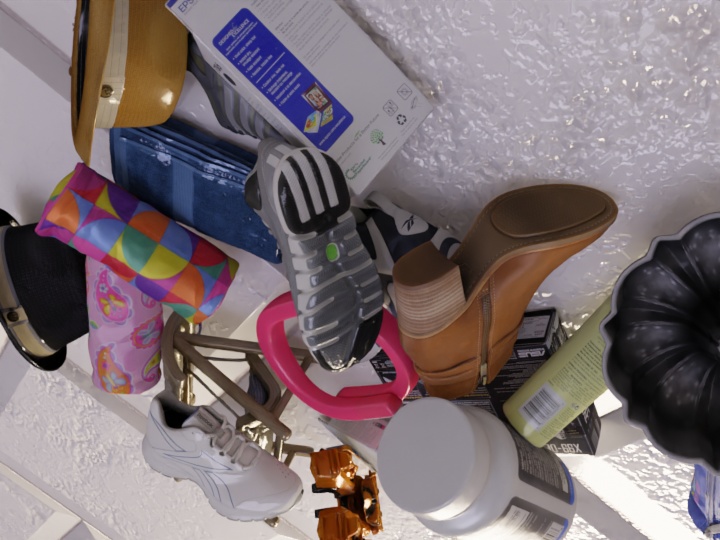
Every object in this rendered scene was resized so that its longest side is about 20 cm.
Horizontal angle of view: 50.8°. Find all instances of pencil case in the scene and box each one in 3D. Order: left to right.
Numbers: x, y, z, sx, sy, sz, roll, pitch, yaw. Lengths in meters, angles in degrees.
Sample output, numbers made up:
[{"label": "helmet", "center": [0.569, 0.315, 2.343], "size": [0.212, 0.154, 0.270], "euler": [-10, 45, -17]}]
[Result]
[{"label": "pencil case", "center": [-0.267, 0.040, 0.860], "size": [0.087, 0.087, 0.202], "euler": [12, 115, 17]}, {"label": "pencil case", "center": [-0.218, -0.021, 0.757], "size": [0.199, 0.089, 0.088], "euler": [37, 136, -22]}, {"label": "pencil case", "center": [0.340, 0.171, 0.692], "size": [0.078, 0.087, 0.201], "euler": [21, 139, 40]}]

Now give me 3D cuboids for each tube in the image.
[{"label": "tube", "center": [0.211, 0.071, 0.661], "size": [0.200, 0.052, 0.058], "euler": [-48, 142, 17]}]

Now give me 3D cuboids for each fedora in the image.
[{"label": "fedora", "center": [-0.363, 0.013, 0.894], "size": [0.091, 0.201, 0.202], "euler": [-18, 126, -4]}, {"label": "fedora", "center": [-0.193, -0.182, 0.631], "size": [0.081, 0.202, 0.201], "euler": [2, 143, -26]}]

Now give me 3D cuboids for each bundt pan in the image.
[{"label": "bundt pan", "center": [0.285, 0.049, 0.579], "size": [0.200, 0.076, 0.204], "euler": [3, 102, 16]}]

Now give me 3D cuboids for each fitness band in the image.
[{"label": "fitness band", "center": [-0.026, 0.079, 0.736], "size": [0.199, 0.037, 0.144], "euler": [-18, 109, 52]}]

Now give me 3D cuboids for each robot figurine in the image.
[{"label": "robot figurine", "center": [-0.013, 0.275, 0.900], "size": [0.058, 0.146, 0.200], "euler": [-11, 158, 8]}]

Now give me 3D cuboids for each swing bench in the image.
[{"label": "swing bench", "center": [-0.157, 0.170, 0.909], "size": [0.198, 0.130, 0.200], "euler": [21, 133, 10]}]

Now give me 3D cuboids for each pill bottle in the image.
[{"label": "pill bottle", "center": [0.107, 0.189, 0.686], "size": [0.113, 0.115, 0.200], "euler": [-12, 148, 34]}]

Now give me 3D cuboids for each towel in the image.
[{"label": "towel", "center": [-0.155, -0.081, 0.750], "size": [0.199, 0.049, 0.112], "euler": [23, 136, 6]}]

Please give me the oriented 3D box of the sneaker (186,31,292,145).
[{"label": "sneaker", "center": [-0.075, -0.138, 0.652], "size": [0.200, 0.074, 0.081], "euler": [51, 140, -11]}]

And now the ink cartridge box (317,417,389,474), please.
[{"label": "ink cartridge box", "center": [0.056, 0.241, 0.907], "size": [0.196, 0.043, 0.200], "euler": [45, 166, -16]}]

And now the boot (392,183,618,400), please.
[{"label": "boot", "center": [0.125, 0.025, 0.637], "size": [0.077, 0.199, 0.156], "euler": [50, 164, 46]}]

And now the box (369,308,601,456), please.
[{"label": "box", "center": [0.128, 0.123, 0.784], "size": [0.199, 0.050, 0.158], "euler": [-10, 124, 34]}]

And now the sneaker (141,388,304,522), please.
[{"label": "sneaker", "center": [-0.149, 0.192, 0.789], "size": [0.199, 0.075, 0.088], "euler": [19, 126, 18]}]

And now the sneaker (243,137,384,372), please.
[{"label": "sneaker", "center": [-0.043, -0.020, 0.626], "size": [0.115, 0.075, 0.201], "euler": [39, 145, 51]}]

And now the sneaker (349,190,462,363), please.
[{"label": "sneaker", "center": [0.000, 0.000, 0.725], "size": [0.129, 0.080, 0.199], "euler": [42, 144, 1]}]

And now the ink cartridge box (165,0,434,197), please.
[{"label": "ink cartridge box", "center": [-0.045, -0.160, 0.587], "size": [0.200, 0.100, 0.039], "euler": [44, 171, -14]}]
